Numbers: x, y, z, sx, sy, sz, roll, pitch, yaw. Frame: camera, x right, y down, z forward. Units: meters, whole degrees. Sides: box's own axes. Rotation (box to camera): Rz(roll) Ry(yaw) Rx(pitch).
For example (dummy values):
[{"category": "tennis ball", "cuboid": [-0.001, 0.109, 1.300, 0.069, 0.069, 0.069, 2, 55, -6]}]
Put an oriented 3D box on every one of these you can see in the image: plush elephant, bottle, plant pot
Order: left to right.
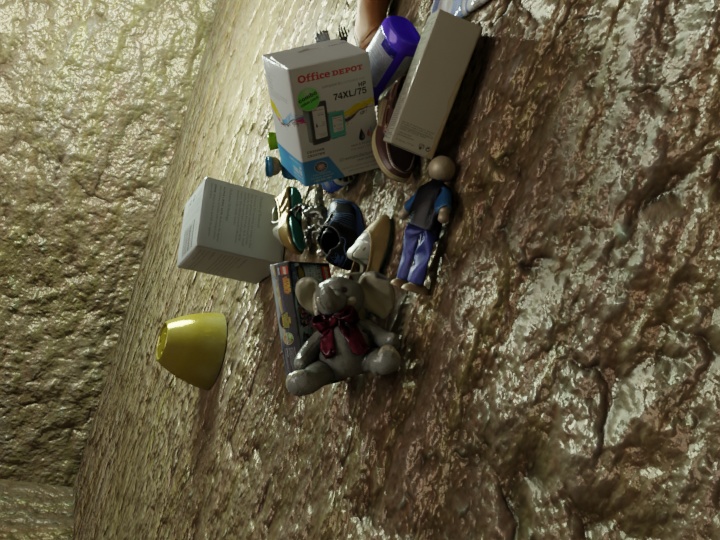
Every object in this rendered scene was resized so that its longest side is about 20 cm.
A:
[{"category": "plant pot", "cuboid": [-0.442, 0.194, 2.083, 0.200, 0.141, 0.202, -42, 40, 50]}, {"category": "plush elephant", "cuboid": [-0.027, 0.077, 1.199, 0.200, 0.163, 0.156, -28, -77, -80]}, {"category": "bottle", "cuboid": [0.032, -0.352, 1.443, 0.200, 0.065, 0.084, -52, 54, 42]}]

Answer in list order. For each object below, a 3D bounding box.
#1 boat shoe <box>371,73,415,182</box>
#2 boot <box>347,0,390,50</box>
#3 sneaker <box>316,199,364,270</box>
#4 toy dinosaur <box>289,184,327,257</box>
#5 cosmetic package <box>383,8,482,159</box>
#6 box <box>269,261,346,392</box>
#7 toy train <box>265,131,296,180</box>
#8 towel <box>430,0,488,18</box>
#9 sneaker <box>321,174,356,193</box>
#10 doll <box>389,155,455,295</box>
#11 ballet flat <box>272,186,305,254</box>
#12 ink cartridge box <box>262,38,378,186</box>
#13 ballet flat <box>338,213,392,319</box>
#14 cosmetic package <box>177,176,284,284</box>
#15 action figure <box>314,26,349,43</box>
[{"category": "boat shoe", "cuboid": [0.066, -0.235, 1.314, 0.072, 0.072, 0.201, -47, 31, 48]}, {"category": "boot", "cuboid": [0.025, -0.461, 1.507, 0.156, 0.076, 0.201, -103, 34, -48]}, {"category": "sneaker", "cuboid": [-0.041, -0.072, 1.441, 0.071, 0.077, 0.201, -63, 28, 25]}, {"category": "toy dinosaur", "cuboid": [-0.092, -0.107, 1.588, 0.088, 0.047, 0.202, -31, 62, 44]}, {"category": "cosmetic package", "cuboid": [0.104, -0.273, 1.207, 0.104, 0.073, 0.202, -109, 40, -78]}, {"category": "box", "cuboid": [-0.082, 0.088, 1.314, 0.040, 0.137, 0.202, -11, 85, 25]}, {"category": "toy train", "cuboid": [-0.138, -0.269, 1.646, 0.201, 0.115, 0.085, 96, 168, -45]}, {"category": "towel", "cuboid": [0.171, -0.468, 1.264, 0.200, 0.024, 0.148, -10, 69, 64]}, {"category": "sneaker", "cuboid": [-0.058, -0.239, 1.568, 0.089, 0.078, 0.202, -39, 43, 49]}, {"category": "doll", "cuboid": [0.093, -0.071, 1.189, 0.136, 0.048, 0.202, 24, 99, 64]}, {"category": "ballet flat", "cuboid": [-0.151, -0.094, 1.681, 0.063, 0.069, 0.201, -24, 38, 15]}, {"category": "ink cartridge box", "cuboid": [-0.065, -0.274, 1.389, 0.146, 0.146, 0.202, -134, 31, -57]}, {"category": "ballet flat", "cuboid": [0.000, 0.000, 1.332, 0.069, 0.063, 0.202, 17, 92, 63]}, {"category": "cosmetic package", "cuboid": [-0.288, -0.085, 1.831, 0.165, 0.198, 0.167, -31, 51, 57]}, {"category": "action figure", "cuboid": [-0.081, -0.409, 1.599, 0.118, 0.102, 0.201, -25, 23, 33]}]
